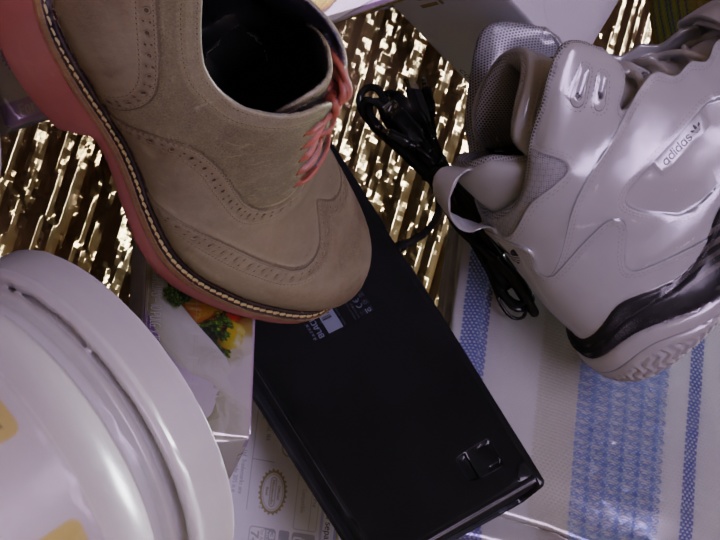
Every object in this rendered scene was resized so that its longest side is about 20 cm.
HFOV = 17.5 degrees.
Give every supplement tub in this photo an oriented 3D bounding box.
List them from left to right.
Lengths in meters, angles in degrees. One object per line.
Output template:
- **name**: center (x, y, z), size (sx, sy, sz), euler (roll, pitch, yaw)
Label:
- **supplement tub**: center (-0.150, 0.093, 0.690), size (0.200, 0.145, 0.146), euler (-33, 106, -33)

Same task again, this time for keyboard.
- **keyboard**: center (0.000, 0.000, 0.834), size (0.127, 0.021, 0.200), euler (-25, 77, -27)

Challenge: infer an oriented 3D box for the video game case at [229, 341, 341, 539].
- **video game case**: center (-0.018, 0.132, 0.845), size (0.181, 0.045, 0.201), euler (14, 78, -35)

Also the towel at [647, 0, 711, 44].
- **towel**: center (0.163, -0.164, 0.911), size (0.023, 0.143, 0.201), euler (-6, 89, -41)

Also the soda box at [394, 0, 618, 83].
- **soda box**: center (0.014, -0.157, 0.850), size (0.200, 0.064, 0.068), euler (44, 64, -24)

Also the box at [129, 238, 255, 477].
- **box**: center (-0.055, -0.029, 0.795), size (0.039, 0.041, 0.201), euler (7, 63, -13)

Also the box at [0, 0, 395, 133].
- **box**: center (-0.031, -0.095, 0.769), size (0.199, 0.039, 0.042), euler (-19, 95, -17)

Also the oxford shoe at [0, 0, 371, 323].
- **oxford shoe**: center (-0.033, -0.040, 0.697), size (0.200, 0.074, 0.071), euler (47, 48, -54)

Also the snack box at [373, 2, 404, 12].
- **snack box**: center (0.059, -0.153, 0.936), size (0.199, 0.024, 0.072), euler (-18, 96, -36)

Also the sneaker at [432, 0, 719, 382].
- **sneaker**: center (0.113, -0.068, 0.824), size (0.115, 0.075, 0.200), euler (37, 87, -25)

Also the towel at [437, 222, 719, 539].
- **towel**: center (0.116, 0.056, 0.878), size (0.199, 0.024, 0.148), euler (15, 63, -16)
